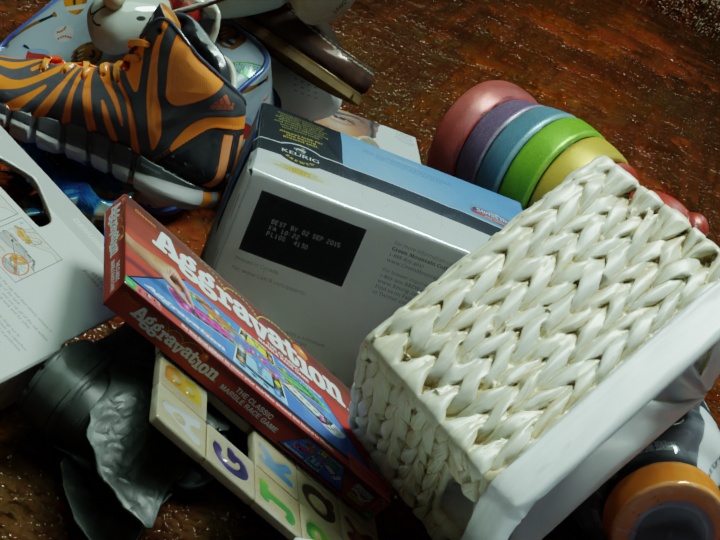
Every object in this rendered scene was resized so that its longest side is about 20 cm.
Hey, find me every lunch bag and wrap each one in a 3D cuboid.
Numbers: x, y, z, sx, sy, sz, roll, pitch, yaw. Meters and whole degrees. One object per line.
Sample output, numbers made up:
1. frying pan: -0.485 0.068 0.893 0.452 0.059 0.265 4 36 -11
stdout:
1. lunch bag: -0.171 -0.139 1.061 0.199 0.076 0.160 34 69 24

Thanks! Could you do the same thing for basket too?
1. basket: 0.100 0.052 0.769 0.199 0.136 0.123 -36 69 -22

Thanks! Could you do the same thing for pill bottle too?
1. pill bottle: 0.174 0.109 0.906 0.105 0.107 0.200 19 23 -13

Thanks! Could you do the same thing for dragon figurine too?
1. dragon figurine: -0.199 -0.046 0.920 0.099 0.059 0.200 21 19 -5

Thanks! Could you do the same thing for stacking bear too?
1. stacking bear: 0.152 -0.048 1.012 0.199 0.122 0.114 34 -9 34

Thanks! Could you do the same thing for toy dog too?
1. toy dog: -0.093 -0.214 0.999 0.200 0.097 0.132 -40 67 -20

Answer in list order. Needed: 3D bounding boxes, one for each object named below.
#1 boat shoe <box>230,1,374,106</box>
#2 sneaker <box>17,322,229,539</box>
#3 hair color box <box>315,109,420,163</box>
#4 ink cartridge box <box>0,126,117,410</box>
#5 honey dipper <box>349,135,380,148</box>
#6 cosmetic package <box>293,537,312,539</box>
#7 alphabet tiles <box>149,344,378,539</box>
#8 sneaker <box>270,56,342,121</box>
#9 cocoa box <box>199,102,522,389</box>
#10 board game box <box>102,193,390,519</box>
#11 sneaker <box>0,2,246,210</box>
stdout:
1. boat shoe: -0.064 -0.200 1.083 0.199 0.071 0.070 36 -1 20
2. sneaker: -0.108 0.078 0.757 0.104 0.060 0.200 38 22 9
3. hair color box: -0.007 -0.065 1.151 0.110 0.064 0.200 19 23 -12
4. ink cartridge box: -0.235 -0.016 0.764 0.200 0.045 0.176 46 33 9
5. honey dipper: -0.064 -0.076 1.051 0.038 0.038 0.199 1 1 -44
6. cosmetic package: 0.065 0.205 0.661 0.198 0.052 0.151 15 23 -24
7. alphabet tiles: -0.050 0.081 0.778 0.167 0.008 0.200 44 14 -22
8. sneaker: -0.110 -0.126 1.131 0.198 0.075 0.087 -5 38 9
9. cocoa box: 0.000 0.000 0.927 0.198 0.134 0.131 20 23 -10
10. board game box: -0.062 0.047 0.779 0.200 0.019 0.103 43 13 -26
11. sneaker: -0.163 -0.127 0.913 0.198 0.113 0.078 23 17 0
